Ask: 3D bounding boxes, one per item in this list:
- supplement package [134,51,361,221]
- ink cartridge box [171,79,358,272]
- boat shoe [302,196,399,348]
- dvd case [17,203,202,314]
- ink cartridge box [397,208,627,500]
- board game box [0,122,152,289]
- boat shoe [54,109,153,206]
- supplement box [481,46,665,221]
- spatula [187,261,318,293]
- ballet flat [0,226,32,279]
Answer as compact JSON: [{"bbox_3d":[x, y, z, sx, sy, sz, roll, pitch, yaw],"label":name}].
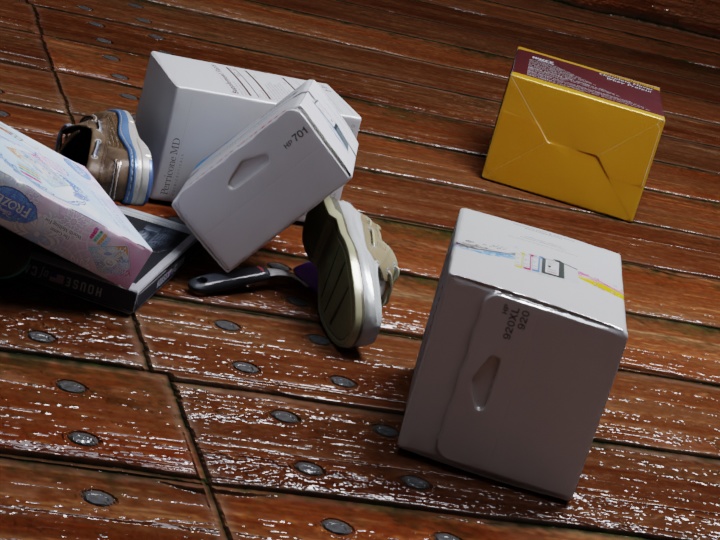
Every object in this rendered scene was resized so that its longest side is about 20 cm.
[{"bbox_3d":[-0.120,-0.132,1.835,0.198,0.122,0.120,8,20,-23],"label":"supplement package"},{"bbox_3d":[-0.083,-0.091,1.657,0.086,0.146,0.200,52,9,-10],"label":"ink cartridge box"},{"bbox_3d":[0.000,0.000,1.600,0.068,0.075,0.201,15,32,-20],"label":"boat shoe"},{"bbox_3d":[-0.232,-0.022,1.573,0.149,0.025,0.200,18,17,6],"label":"dvd case"},{"bbox_3d":[0.121,0.061,1.431,0.143,0.149,0.200,16,18,2],"label":"ink cartridge box"},{"bbox_3d":[-0.287,-0.078,1.484,0.198,0.044,0.200,28,9,-33],"label":"board game box"},{"bbox_3d":[-0.253,-0.116,1.734,0.072,0.073,0.200,8,12,-23],"label":"boat shoe"},{"bbox_3d":[0.267,-0.175,2.272,0.195,0.134,0.200,16,18,2],"label":"supplement box"},{"bbox_3d":[-0.075,0.006,1.630,0.199,0.021,0.056,-3,30,-44],"label":"spatula"},{"bbox_3d":[-0.357,-0.048,1.465,0.198,0.069,0.068,19,61,23],"label":"ballet flat"}]
